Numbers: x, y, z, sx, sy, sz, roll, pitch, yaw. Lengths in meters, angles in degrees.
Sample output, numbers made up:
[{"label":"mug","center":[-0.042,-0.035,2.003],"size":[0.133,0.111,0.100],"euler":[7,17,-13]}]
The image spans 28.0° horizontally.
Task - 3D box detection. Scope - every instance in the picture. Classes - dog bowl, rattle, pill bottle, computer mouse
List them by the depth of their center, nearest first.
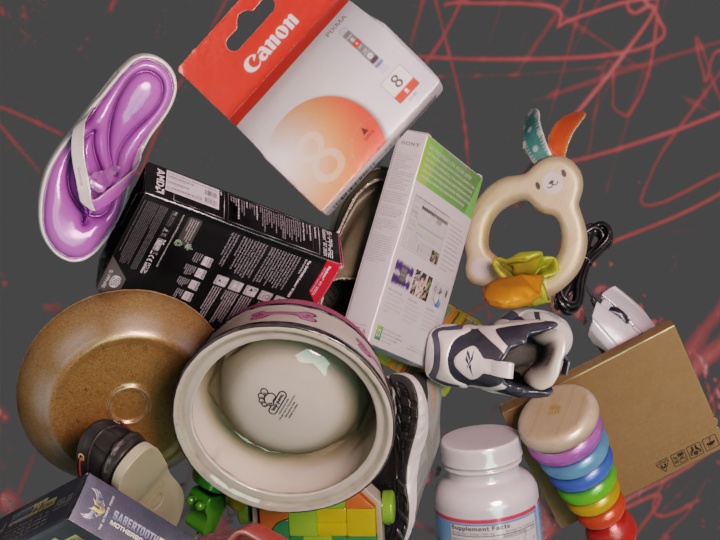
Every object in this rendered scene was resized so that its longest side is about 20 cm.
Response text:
[{"label":"dog bowl","center":[-0.065,0.114,1.288],"size":[0.197,0.074,0.203],"euler":[2,121,4]},{"label":"rattle","center":[0.162,-0.068,1.401],"size":[0.142,0.129,0.202],"euler":[10,104,-59]},{"label":"pill bottle","center":[0.131,0.265,1.462],"size":[0.107,0.109,0.203],"euler":[-10,101,-18]},{"label":"computer mouse","center":[0.273,0.056,1.504],"size":[0.201,0.044,0.110],"euler":[52,54,-22]}]

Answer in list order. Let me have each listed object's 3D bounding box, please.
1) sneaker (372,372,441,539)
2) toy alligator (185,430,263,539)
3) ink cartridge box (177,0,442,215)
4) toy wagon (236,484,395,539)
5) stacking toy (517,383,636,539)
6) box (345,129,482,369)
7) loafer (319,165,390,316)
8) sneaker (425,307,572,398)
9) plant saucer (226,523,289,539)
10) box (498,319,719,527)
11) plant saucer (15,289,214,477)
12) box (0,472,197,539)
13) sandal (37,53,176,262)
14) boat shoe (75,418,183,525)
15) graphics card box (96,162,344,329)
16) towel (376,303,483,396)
[{"label":"sneaker","center":[0.044,0.196,1.442],"size":[0.079,0.073,0.203],"euler":[-10,116,-54]},{"label":"toy alligator","center":[-0.140,0.206,1.372],"size":[0.202,0.059,0.054],"euler":[-62,147,-2]},{"label":"ink cartridge box","center":[-0.048,-0.177,1.315],"size":[0.200,0.050,0.162],"euler":[43,91,2]},{"label":"toy wagon","center":[-0.043,0.240,1.395],"size":[0.153,0.040,0.203],"euler":[-1,106,5]},{"label":"stacking toy","center":[0.231,0.212,1.470],"size":[0.085,0.085,0.201],"euler":[-36,122,-11]},{"label":"box","center":[0.052,-0.017,1.375],"size":[0.144,0.036,0.203],"euler":[28,78,-61]},{"label":"loafer","center":[0.000,0.000,1.378],"size":[0.074,0.070,0.202],"euler":[19,94,-20]},{"label":"sneaker","center":[0.173,0.084,1.415],"size":[0.197,0.129,0.081],"euler":[4,95,-43]},{"label":"plant saucer","center":[-0.074,0.324,1.372],"size":[0.198,0.037,0.200],"euler":[31,130,-13]},{"label":"box","center":[0.263,0.161,1.500],"size":[0.198,0.021,0.165],"euler":[-27,114,5]},{"label":"plant saucer","center":[-0.215,0.116,1.328],"size":[0.197,0.035,0.203],"euler":[-7,115,-15]},{"label":"box","center":[-0.232,0.260,1.288],"size":[0.157,0.199,0.051],"euler":[35,51,-21]},{"label":"sandal","center":[-0.232,-0.105,1.308],"size":[0.082,0.050,0.205],"euler":[25,90,-21]},{"label":"boat shoe","center":[-0.209,0.202,1.317],"size":[0.074,0.063,0.202],"euler":[-48,155,-26]},{"label":"graphics card box","center":[-0.130,-0.008,1.327],"size":[0.198,0.051,0.126],"euler":[19,127,-21]},{"label":"towel","center":[0.025,0.048,1.441],"size":[0.198,0.018,0.087],"euler":[28,87,-21]}]
